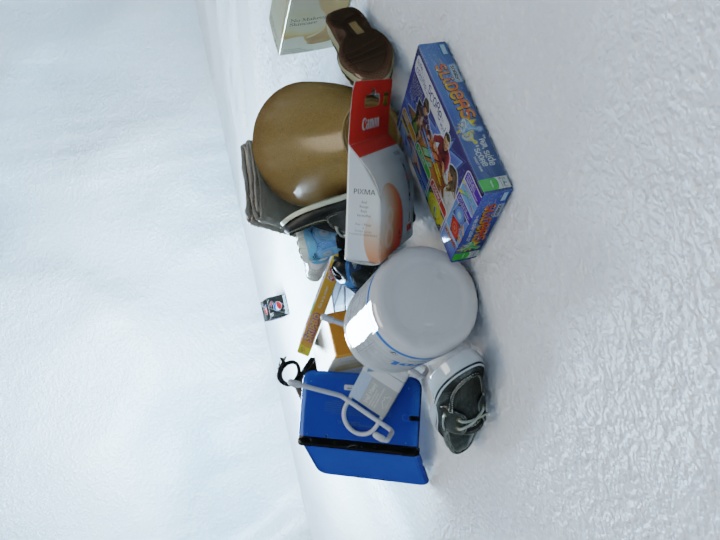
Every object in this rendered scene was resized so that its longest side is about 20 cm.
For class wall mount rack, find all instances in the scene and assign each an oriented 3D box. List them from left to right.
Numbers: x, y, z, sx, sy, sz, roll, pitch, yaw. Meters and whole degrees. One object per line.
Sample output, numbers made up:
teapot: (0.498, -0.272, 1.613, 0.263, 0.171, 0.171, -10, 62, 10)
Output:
wall mount rack: (-0.001, 0.154, 1.108, 0.201, 0.173, 0.075, -62, -12, 15)

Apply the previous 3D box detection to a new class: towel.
towel: (-0.131, -0.124, 1.189, 0.200, 0.034, 0.134, 17, -115, -67)

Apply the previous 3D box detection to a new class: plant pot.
plant pot: (-0.032, -0.185, 1.054, 0.199, 0.185, 0.189, 8, 110, 62)

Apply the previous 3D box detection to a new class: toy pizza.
toy pizza: (-0.015, 0.011, 1.343, 0.200, 0.031, 0.203, -179, 90, -74)

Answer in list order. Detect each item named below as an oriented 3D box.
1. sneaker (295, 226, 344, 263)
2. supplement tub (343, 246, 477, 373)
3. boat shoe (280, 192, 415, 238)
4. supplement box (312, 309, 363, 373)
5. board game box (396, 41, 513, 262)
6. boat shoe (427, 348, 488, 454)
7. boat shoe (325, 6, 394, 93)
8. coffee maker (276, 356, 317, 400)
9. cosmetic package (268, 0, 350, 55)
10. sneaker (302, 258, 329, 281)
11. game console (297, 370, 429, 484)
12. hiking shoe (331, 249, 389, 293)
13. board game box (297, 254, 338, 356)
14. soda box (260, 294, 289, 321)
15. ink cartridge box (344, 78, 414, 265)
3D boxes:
sneaker: (-0.021, -0.064, 1.160, 0.200, 0.089, 0.079, -47, -51, -58)
supplement tub: (0.057, 0.056, 0.942, 0.200, 0.131, 0.133, 127, 130, -73)
boat shoe: (-0.020, -0.074, 1.038, 0.072, 0.198, 0.068, -25, -79, -70)
supplement box: (-0.004, 0.120, 1.237, 0.200, 0.125, 0.074, 116, 140, -67)
board game box: (0.097, -0.130, 0.829, 0.136, 0.034, 0.202, 107, 149, -60)
boat shoe: (0.127, 0.163, 0.908, 0.071, 0.072, 0.201, 59, 168, 30)
boat shoe: (0.004, -0.285, 1.020, 0.203, 0.074, 0.075, -106, 2, -47)
coffee maker: (-0.042, 0.251, 1.360, 0.200, 0.190, 0.136, -137, 52, -64)
cosmetic package: (-0.077, -0.415, 1.151, 0.200, 0.104, 0.072, 134, 121, -75)
sneaker: (-0.084, -0.052, 1.412, 0.201, 0.074, 0.087, -82, 2, -56)
game console: (0.010, 0.256, 1.215, 0.118, 0.198, 0.173, 28, -116, -70)
hiking shoe: (0.000, 0.000, 1.147, 0.200, 0.086, 0.075, 110, -178, -79)
board game box: (-0.060, 0.038, 1.271, 0.096, 0.030, 0.202, -88, 20, -77)
soda box: (-0.282, 0.124, 2.449, 0.200, 0.063, 0.072, 153, 104, -76)
ink cartridge box: (0.030, -0.123, 0.895, 0.162, 0.050, 0.202, -39, -44, -67)
